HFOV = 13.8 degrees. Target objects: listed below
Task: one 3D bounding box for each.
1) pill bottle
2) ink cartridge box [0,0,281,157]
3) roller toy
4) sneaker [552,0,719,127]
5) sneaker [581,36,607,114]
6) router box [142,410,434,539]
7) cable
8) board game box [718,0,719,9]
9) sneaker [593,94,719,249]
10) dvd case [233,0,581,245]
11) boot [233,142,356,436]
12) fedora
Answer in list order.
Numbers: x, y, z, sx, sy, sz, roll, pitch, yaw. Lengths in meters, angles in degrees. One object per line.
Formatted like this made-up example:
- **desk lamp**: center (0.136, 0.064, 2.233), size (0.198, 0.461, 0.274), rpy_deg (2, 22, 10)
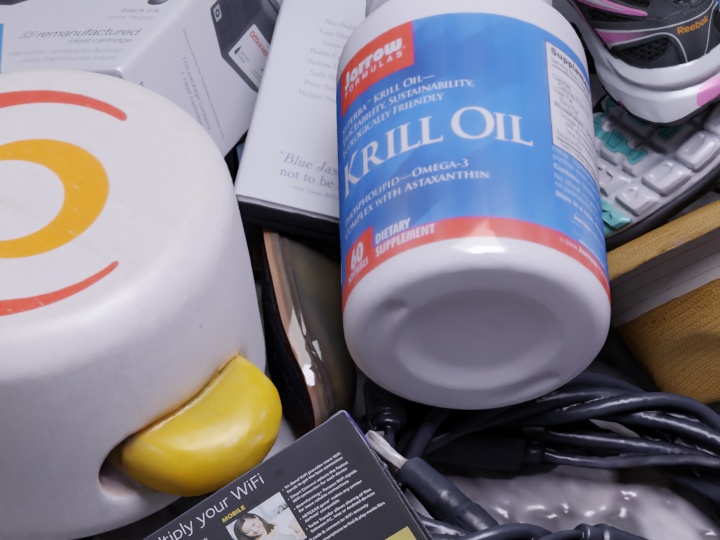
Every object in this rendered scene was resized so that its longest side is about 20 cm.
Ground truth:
- **pill bottle**: center (0.045, -0.052, 1.269), size (0.112, 0.112, 0.201), rpy_deg (0, 53, -4)
- **ink cartridge box**: center (-0.113, -0.113, 1.443), size (0.145, 0.084, 0.200), rpy_deg (-1, 34, 31)
- **roller toy**: center (-0.133, 0.018, 1.273), size (0.199, 0.140, 0.183), rpy_deg (-5, 45, 5)
- **sneaker**: center (0.109, -0.154, 1.350), size (0.080, 0.087, 0.200), rpy_deg (-28, 43, -18)
- **sneaker**: center (0.063, -0.074, 1.439), size (0.199, 0.084, 0.081), rpy_deg (11, 51, -3)
- **router box**: center (-0.048, 0.167, 1.108), size (0.200, 0.052, 0.157), rpy_deg (-32, 46, -1)
- **cable**: center (0.091, 0.093, 1.245), size (0.199, 0.051, 0.163), rpy_deg (14, 22, 0)
- **board game box**: center (0.216, -0.147, 1.509), size (0.035, 0.127, 0.200), rpy_deg (2, 32, 36)
- **sneaker**: center (0.184, -0.072, 1.371), size (0.200, 0.091, 0.078), rpy_deg (-41, 40, 7)
- **dvd case**: center (0.027, -0.086, 1.375), size (0.142, 0.018, 0.201), rpy_deg (13, 50, -1)
- **boot**: center (0.000, 0.000, 1.357), size (0.096, 0.075, 0.200), rpy_deg (-6, 39, -7)
- **fedora**: center (0.179, 0.006, 1.330), size (0.200, 0.201, 0.082), rpy_deg (-22, 85, -27)
